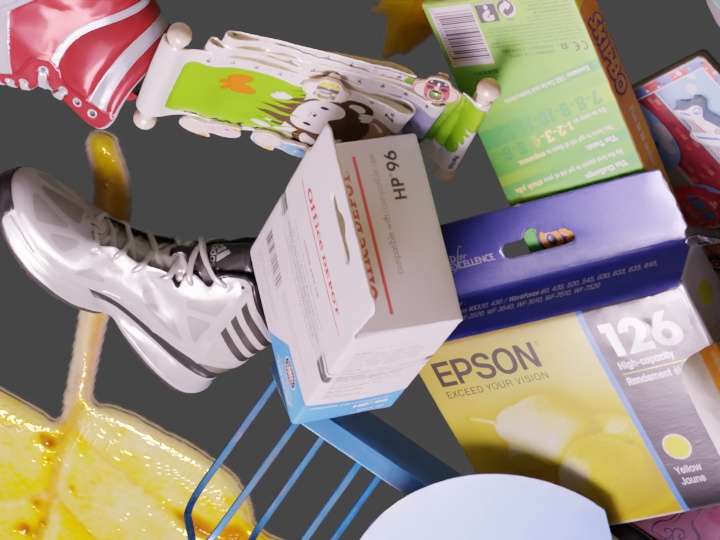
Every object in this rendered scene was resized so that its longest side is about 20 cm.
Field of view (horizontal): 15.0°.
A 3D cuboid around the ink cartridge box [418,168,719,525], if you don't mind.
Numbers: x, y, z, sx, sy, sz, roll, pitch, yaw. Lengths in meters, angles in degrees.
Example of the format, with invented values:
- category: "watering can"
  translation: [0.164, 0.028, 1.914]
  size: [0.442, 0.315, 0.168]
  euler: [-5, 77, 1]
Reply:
- category: "ink cartridge box"
  translation: [0.129, 0.055, 1.567]
  size: [0.197, 0.047, 0.200]
  euler: [-15, 116, 39]

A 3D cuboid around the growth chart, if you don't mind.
- category: "growth chart"
  translation: [-0.028, -0.092, 1.536]
  size: [0.200, 0.018, 0.145]
  euler: [11, 157, -1]

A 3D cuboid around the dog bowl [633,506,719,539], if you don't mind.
- category: "dog bowl"
  translation: [0.205, 0.157, 1.694]
  size: [0.200, 0.074, 0.200]
  euler: [13, 136, 13]

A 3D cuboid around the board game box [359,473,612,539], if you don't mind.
- category: "board game box"
  translation: [0.086, 0.203, 1.638]
  size: [0.158, 0.039, 0.200]
  euler: [-10, 110, 15]

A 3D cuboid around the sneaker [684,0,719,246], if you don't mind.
- category: "sneaker"
  translation: [0.217, -0.063, 1.451]
  size: [0.140, 0.078, 0.200]
  euler: [-37, 111, 29]

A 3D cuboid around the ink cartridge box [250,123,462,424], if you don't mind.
- category: "ink cartridge box"
  translation: [0.000, 0.000, 1.550]
  size: [0.068, 0.116, 0.200]
  euler: [-9, 163, -17]

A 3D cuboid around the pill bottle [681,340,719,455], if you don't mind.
- category: "pill bottle"
  translation: [0.280, 0.054, 1.443]
  size: [0.200, 0.116, 0.116]
  euler: [-27, 122, 6]

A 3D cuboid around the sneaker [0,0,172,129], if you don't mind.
- category: "sneaker"
  translation: [-0.197, -0.125, 1.595]
  size: [0.200, 0.071, 0.113]
  euler: [-20, 118, 35]

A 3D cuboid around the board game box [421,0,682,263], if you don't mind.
- category: "board game box"
  translation: [0.113, -0.074, 1.522]
  size: [0.095, 0.030, 0.200]
  euler: [-4, 122, 35]

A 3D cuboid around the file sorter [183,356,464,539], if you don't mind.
- category: "file sorter"
  translation: [0.003, 0.167, 1.715]
  size: [0.200, 0.139, 0.123]
  euler: [34, 95, -11]

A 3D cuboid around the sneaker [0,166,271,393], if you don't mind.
- category: "sneaker"
  translation: [-0.124, -0.014, 1.686]
  size: [0.115, 0.076, 0.200]
  euler: [-29, 124, 31]

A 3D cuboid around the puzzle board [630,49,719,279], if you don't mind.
- category: "puzzle board"
  translation: [0.199, -0.025, 1.559]
  size: [0.151, 0.017, 0.200]
  euler: [-27, 117, 40]

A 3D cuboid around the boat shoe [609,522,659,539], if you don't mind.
- category: "boat shoe"
  translation: [0.200, 0.198, 1.595]
  size: [0.200, 0.068, 0.072]
  euler: [35, 143, 46]
